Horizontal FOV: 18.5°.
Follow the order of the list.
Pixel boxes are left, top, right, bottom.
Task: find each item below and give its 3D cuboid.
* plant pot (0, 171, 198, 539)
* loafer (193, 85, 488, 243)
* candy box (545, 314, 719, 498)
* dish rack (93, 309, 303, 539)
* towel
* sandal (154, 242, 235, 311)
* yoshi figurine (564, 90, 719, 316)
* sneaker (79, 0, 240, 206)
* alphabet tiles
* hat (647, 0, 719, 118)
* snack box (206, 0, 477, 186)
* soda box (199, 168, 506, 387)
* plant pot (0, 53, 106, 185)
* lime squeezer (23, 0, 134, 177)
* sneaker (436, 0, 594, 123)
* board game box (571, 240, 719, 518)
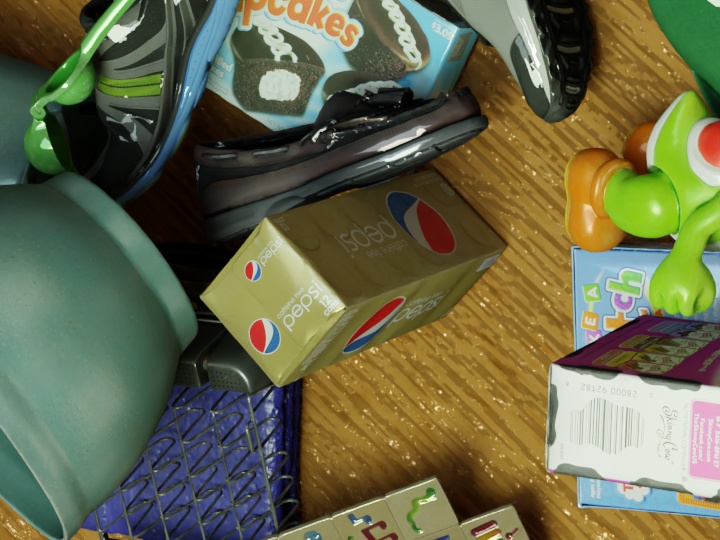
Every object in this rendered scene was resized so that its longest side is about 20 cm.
[{"bbox_3d":[-0.175,0.031,1.211,0.200,0.134,0.200,44,161,20],"label":"plant pot"},{"bbox_3d":[-0.020,-0.072,1.253,0.200,0.072,0.063,-22,87,36],"label":"loafer"},{"bbox_3d":[0.210,0.073,1.112,0.200,0.136,0.061,6,103,27],"label":"candy box"},{"bbox_3d":[-0.100,0.122,1.324,0.153,0.055,0.200,5,117,30],"label":"dish rack"},{"bbox_3d":[-0.127,0.103,1.398,0.200,0.050,0.148,10,111,26],"label":"towel"},{"bbox_3d":[-0.067,0.022,1.327,0.200,0.082,0.055,8,102,28],"label":"sandal"},{"bbox_3d":[0.205,-0.018,1.132,0.200,0.112,0.112,13,80,50],"label":"yoshi figurine"},{"bbox_3d":[-0.129,-0.121,1.290,0.083,0.071,0.200,21,113,-8],"label":"sneaker"},{"bbox_3d":[0.016,0.209,1.300,0.200,0.006,0.166,-21,113,11],"label":"alphabet tiles"},{"bbox_3d":[0.159,-0.138,1.096,0.166,0.176,0.200,-26,78,51],"label":"hat"},{"bbox_3d":[-0.037,-0.143,1.306,0.200,0.037,0.116,33,115,20],"label":"snack box"},{"bbox_3d":[0.000,0.000,1.219,0.068,0.200,0.064,48,117,13],"label":"soda box"},{"bbox_3d":[-0.262,-0.062,1.368,0.196,0.200,0.200,13,105,17],"label":"plant pot"},{"bbox_3d":[-0.153,-0.089,1.248,0.071,0.038,0.200,15,117,8],"label":"lime squeezer"},{"bbox_3d":[0.064,-0.167,1.229,0.079,0.074,0.200,-33,77,26],"label":"sneaker"},{"bbox_3d":[0.214,0.061,1.207,0.200,0.037,0.151,2,100,27],"label":"board game box"}]
